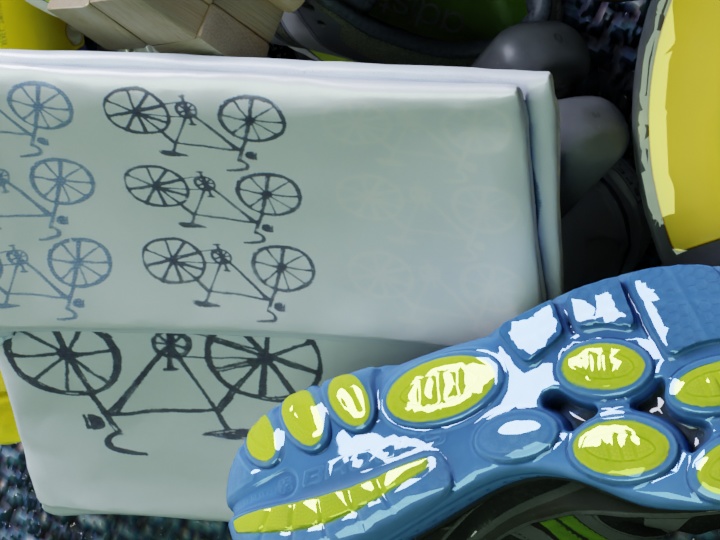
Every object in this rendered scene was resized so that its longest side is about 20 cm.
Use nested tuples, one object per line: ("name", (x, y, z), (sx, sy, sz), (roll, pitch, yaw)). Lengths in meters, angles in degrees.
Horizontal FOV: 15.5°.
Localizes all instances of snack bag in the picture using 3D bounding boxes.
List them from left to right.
("snack bag", (-0.032, 0.016, 0.780), (0.189, 0.021, 0.200), (3, 134, 11))

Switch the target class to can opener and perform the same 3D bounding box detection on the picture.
("can opener", (0.000, 0.000, 0.797), (0.200, 0.067, 0.053), (-48, 58, 46))

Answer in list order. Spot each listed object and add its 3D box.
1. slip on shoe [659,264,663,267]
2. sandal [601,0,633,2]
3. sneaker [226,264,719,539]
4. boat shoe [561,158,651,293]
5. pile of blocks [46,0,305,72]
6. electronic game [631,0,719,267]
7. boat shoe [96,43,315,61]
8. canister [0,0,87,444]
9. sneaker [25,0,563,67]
("slip on shoe", (0.142, -0.007, 0.780), (0.076, 0.061, 0.200), (46, 120, 12))
("sandal", (0.087, -0.165, 0.732), (0.055, 0.082, 0.200), (22, 124, 38))
("sneaker", (0.061, 0.051, 0.742), (0.200, 0.083, 0.071), (-15, 64, 25))
("boat shoe", (0.018, 0.036, 0.874), (0.074, 0.067, 0.200), (41, 126, 13))
("pile of blocks", (0.003, -0.122, 0.721), (0.200, 0.082, 0.062), (-37, 128, 27))
("electronic game", (0.164, -0.032, 0.695), (0.200, 0.042, 0.200), (10, 111, 28))
("boat shoe", (-0.056, -0.082, 0.876), (0.066, 0.072, 0.200), (-23, 102, 38))
("canister", (-0.132, -0.059, 0.891), (0.087, 0.149, 0.200), (-10, 107, -10))
("sneaker", (-0.028, -0.101, 0.789), (0.200, 0.081, 0.074), (13, 81, -8))
